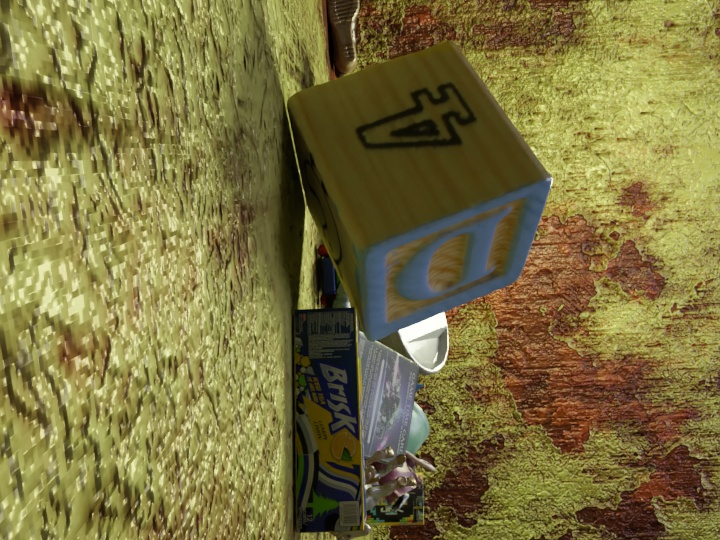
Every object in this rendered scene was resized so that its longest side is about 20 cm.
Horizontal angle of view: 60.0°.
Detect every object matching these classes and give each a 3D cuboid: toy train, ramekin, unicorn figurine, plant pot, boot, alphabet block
[{"bbox_3d":[0.000,0.000,0.946,0.200,0.114,0.086,-65,152,-86],"label":"toy train"},{"bbox_3d":[0.061,0.082,1.041,0.202,0.093,0.204,38,41,-43],"label":"ramekin"},{"bbox_3d":[0.000,0.280,0.775,0.201,0.136,0.074,57,5,-44],"label":"unicorn figurine"},{"bbox_3d":[0.059,0.416,1.576,0.134,0.198,0.202,-50,145,-46],"label":"plant pot"},{"bbox_3d":[-0.048,-0.554,1.433,0.166,0.071,0.203,-142,-133,-76],"label":"boot"},{"bbox_3d":[0.053,-0.080,0.657,0.196,0.194,0.201,87,-20,-58],"label":"alphabet block"}]

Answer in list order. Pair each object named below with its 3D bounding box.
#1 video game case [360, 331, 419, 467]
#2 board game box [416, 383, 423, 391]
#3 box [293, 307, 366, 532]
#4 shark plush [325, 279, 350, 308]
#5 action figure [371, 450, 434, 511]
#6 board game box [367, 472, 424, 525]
[{"bbox_3d":[0.016,0.167,0.800,0.200,0.019,0.145,36,60,-52],"label":"video game case"},{"bbox_3d":[0.023,0.218,1.035,0.039,0.157,0.200,55,5,18],"label":"board game box"},{"bbox_3d":[-0.029,0.142,0.603,0.070,0.063,0.203,81,7,-74],"label":"box"},{"bbox_3d":[-0.014,0.101,0.841,0.091,0.082,0.203,68,19,-84],"label":"shark plush"},{"bbox_3d":[0.037,0.343,1.183,0.201,0.148,0.134,56,-12,6],"label":"action figure"},{"bbox_3d":[0.103,0.733,1.994,0.057,0.197,0.167,-85,171,-67],"label":"board game box"}]
